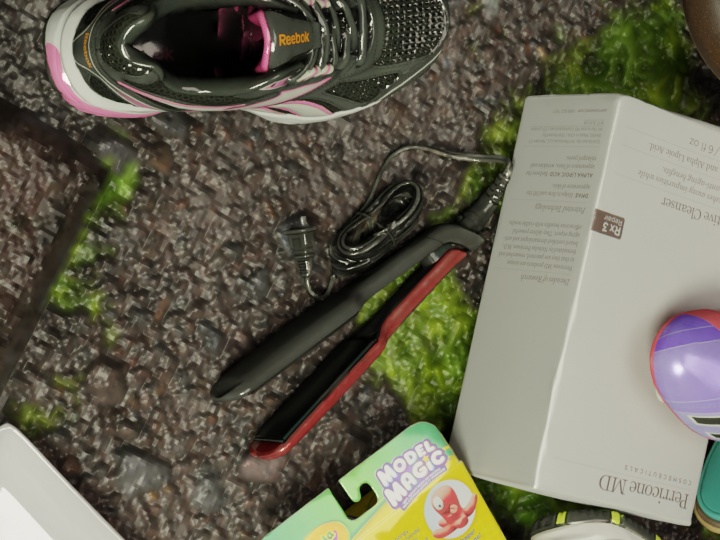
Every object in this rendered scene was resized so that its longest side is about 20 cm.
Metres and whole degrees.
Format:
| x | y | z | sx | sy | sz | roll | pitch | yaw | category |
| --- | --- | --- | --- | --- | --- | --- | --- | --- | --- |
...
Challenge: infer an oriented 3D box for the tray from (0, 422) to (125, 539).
| x | y | z | sx | sy | sz | roll | pitch | yaw | category |
| --- | --- | --- | --- | --- | --- | --- | --- | --- | --- |
| -0.196 | 0.175 | 0.937 | 0.200 | 0.022 | 0.107 | -47 | 110 | -17 | tray |

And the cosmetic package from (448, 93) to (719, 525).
| x | y | z | sx | sy | sz | roll | pitch | yaw | category |
| --- | --- | --- | --- | --- | --- | --- | --- | --- | --- |
| 0.125 | 0.020 | 1.050 | 0.113 | 0.081 | 0.201 | 14 | 84 | -33 | cosmetic package |

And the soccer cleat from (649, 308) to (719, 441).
| x | y | z | sx | sy | sz | roll | pitch | yaw | category |
| --- | --- | --- | --- | --- | --- | --- | --- | --- | --- |
| 0.228 | 0.074 | 1.028 | 0.200 | 0.076 | 0.067 | 31 | 76 | -30 | soccer cleat |

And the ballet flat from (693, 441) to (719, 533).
| x | y | z | sx | sy | sz | roll | pitch | yaw | category |
| --- | --- | --- | --- | --- | --- | --- | --- | --- | --- |
| 0.256 | 0.074 | 1.132 | 0.200 | 0.069 | 0.063 | -51 | 139 | -13 | ballet flat |

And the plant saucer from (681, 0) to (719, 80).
| x | y | z | sx | sy | sz | roll | pitch | yaw | category |
| --- | --- | --- | --- | --- | --- | --- | --- | --- | --- |
| 0.259 | -0.168 | 1.062 | 0.201 | 0.200 | 0.032 | -62 | 150 | -12 | plant saucer |

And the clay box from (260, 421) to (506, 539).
| x | y | z | sx | sy | sz | roll | pitch | yaw | category |
| --- | --- | --- | --- | --- | --- | --- | --- | --- | --- |
| 0.032 | 0.183 | 1.033 | 0.115 | 0.048 | 0.200 | -35 | 104 | -21 | clay box |

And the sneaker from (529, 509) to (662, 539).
| x | y | z | sx | sy | sz | roll | pitch | yaw | category |
| --- | --- | --- | --- | --- | --- | --- | --- | --- | --- |
| 0.156 | 0.193 | 1.062 | 0.200 | 0.075 | 0.077 | 29 | 56 | -30 | sneaker |

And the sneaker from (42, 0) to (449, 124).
| x | y | z | sx | sy | sz | roll | pitch | yaw | category |
| --- | --- | --- | --- | --- | --- | --- | --- | --- | --- |
| -0.041 | -0.104 | 0.969 | 0.199 | 0.086 | 0.081 | -13 | 99 | -25 | sneaker |

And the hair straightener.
| x | y | z | sx | sy | sz | roll | pitch | yaw | category |
| --- | --- | --- | --- | --- | --- | --- | --- | --- | --- |
| 0.000 | 0.000 | 1.016 | 0.200 | 0.041 | 0.077 | -43 | 108 | -19 | hair straightener |
